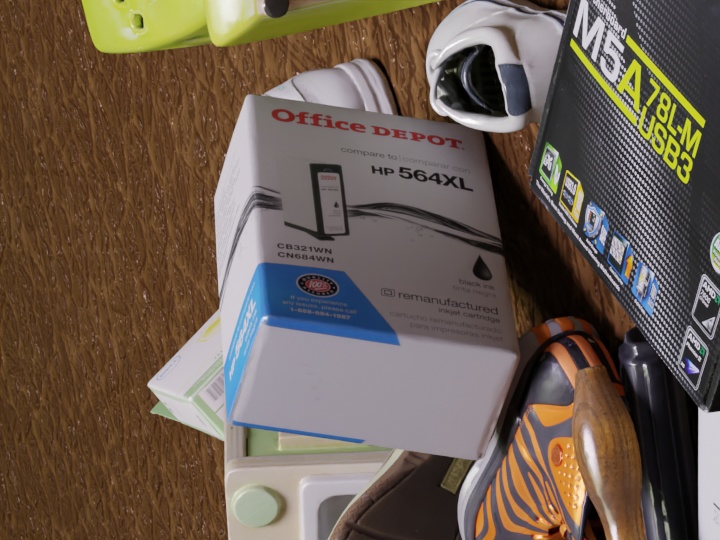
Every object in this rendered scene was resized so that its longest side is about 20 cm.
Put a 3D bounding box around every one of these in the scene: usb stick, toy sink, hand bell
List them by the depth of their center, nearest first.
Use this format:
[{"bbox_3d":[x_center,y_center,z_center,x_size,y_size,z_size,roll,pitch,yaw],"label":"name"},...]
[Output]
[{"bbox_3d":[0.134,0.146,1.470,0.104,0.104,0.201,144,115,-70],"label":"hand bell"},{"bbox_3d":[0.160,0.129,1.520,0.055,0.032,0.201,-72,-27,-78],"label":"usb stick"},{"bbox_3d":[-0.017,0.141,1.807,0.200,0.130,0.113,-93,0,-61],"label":"toy sink"}]

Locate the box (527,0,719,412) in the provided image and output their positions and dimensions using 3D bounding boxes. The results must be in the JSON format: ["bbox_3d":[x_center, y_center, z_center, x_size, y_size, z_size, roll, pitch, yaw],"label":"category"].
[{"bbox_3d":[0.152,-0.070,1.353,0.200,0.047,0.194,-123,35,-47],"label":"box"}]

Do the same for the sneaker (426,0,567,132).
[{"bbox_3d":[0.066,-0.110,1.580,0.200,0.070,0.073,-179,77,-71],"label":"sneaker"}]

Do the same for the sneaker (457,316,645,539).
[{"bbox_3d":[0.111,0.133,1.603,0.112,0.077,0.201,-121,25,-44],"label":"sneaker"}]

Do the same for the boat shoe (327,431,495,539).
[{"bbox_3d":[0.035,0.131,1.704,0.072,0.200,0.076,38,168,-7],"label":"boat shoe"}]

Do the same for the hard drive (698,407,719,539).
[{"bbox_3d":[0.199,0.097,1.403,0.132,0.026,0.201,-133,35,-56],"label":"hard drive"}]

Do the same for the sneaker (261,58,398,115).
[{"bbox_3d":[-0.004,-0.032,1.810,0.075,0.088,0.201,113,140,-58],"label":"sneaker"}]

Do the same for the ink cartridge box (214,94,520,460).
[{"bbox_3d":[0.000,0.000,1.633,0.200,0.145,0.085,-97,19,-49],"label":"ink cartridge box"}]

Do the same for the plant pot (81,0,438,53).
[{"bbox_3d":[-0.045,-0.227,1.643,0.181,0.198,0.201,18,119,62],"label":"plant pot"}]

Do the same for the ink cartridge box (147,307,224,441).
[{"bbox_3d":[-0.081,0.041,2.000,0.048,0.146,0.200,47,168,-17],"label":"ink cartridge box"}]
